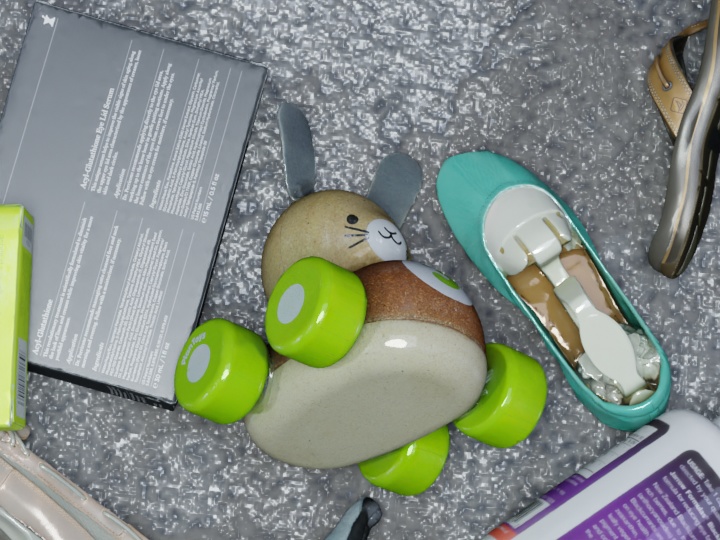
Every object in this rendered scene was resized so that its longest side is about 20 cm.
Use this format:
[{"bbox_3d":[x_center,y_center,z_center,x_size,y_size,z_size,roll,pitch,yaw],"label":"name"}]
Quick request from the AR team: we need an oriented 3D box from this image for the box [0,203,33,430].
[{"bbox_3d":[-0.280,0.025,1.109,0.198,0.048,0.123,1,81,0],"label":"box"}]

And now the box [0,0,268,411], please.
[{"bbox_3d":[-0.146,-0.035,1.184,0.140,0.079,0.202,16,82,-5],"label":"box"}]

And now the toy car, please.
[{"bbox_3d":[0.000,0.000,1.164,0.164,0.157,0.201,25,50,-34],"label":"toy car"}]

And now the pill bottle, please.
[{"bbox_3d":[0.171,0.150,1.169,0.199,0.111,0.112,-33,86,-8],"label":"pill bottle"}]

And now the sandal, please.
[{"bbox_3d":[0.195,-0.096,1.233,0.054,0.082,0.202,14,88,19],"label":"sandal"}]

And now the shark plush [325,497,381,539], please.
[{"bbox_3d":[-0.062,0.195,1.145,0.083,0.091,0.200,37,77,22],"label":"shark plush"}]

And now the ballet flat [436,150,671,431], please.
[{"bbox_3d":[0.119,0.006,1.205,0.067,0.070,0.201,-36,86,-8],"label":"ballet flat"}]

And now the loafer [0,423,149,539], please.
[{"bbox_3d":[-0.198,0.120,1.171,0.200,0.072,0.063,46,64,-4],"label":"loafer"}]
